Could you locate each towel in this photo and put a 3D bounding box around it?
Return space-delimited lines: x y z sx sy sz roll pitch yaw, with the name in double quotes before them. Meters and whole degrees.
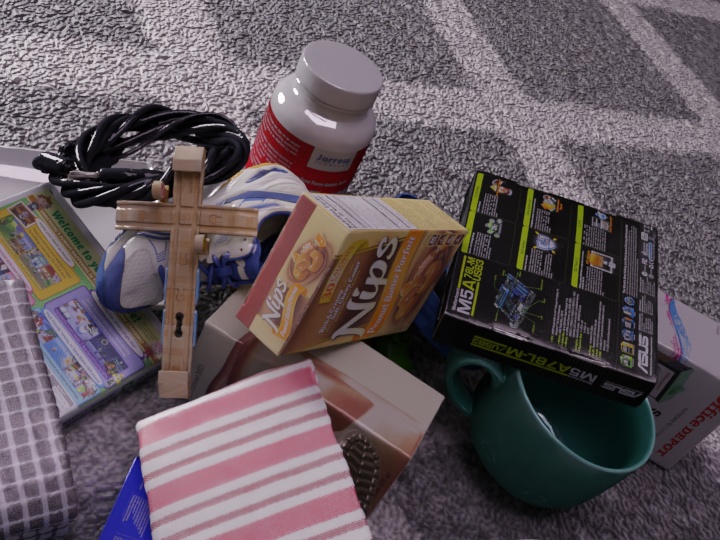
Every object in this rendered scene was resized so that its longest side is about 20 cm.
"towel" -0.076 0.167 0.638 0.146 0.030 0.200 -18 52 -5
"towel" -0.296 0.100 0.615 0.165 0.086 0.200 -10 66 -29

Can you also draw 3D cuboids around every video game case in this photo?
"video game case" -0.278 0.035 0.737 0.182 0.022 0.200 -32 76 -39

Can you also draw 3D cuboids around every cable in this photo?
"cable" -0.182 -0.109 0.814 0.163 0.051 0.200 18 32 40

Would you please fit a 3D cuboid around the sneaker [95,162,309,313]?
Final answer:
"sneaker" -0.123 -0.018 0.748 0.200 0.075 0.088 -33 50 -14

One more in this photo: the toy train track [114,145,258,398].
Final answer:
"toy train track" -0.142 0.000 0.704 0.114 0.033 0.200 3 86 0

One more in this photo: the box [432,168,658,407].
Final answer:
"box" 0.177 0.010 0.829 0.193 0.048 0.200 16 47 1

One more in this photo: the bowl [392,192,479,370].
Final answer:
"bowl" 0.083 0.013 0.921 0.201 0.039 0.201 45 22 -24

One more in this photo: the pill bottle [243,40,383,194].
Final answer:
"pill bottle" -0.052 -0.132 0.934 0.112 0.200 0.112 15 42 -15

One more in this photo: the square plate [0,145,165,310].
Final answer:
"square plate" -0.282 -0.038 0.840 0.198 0.028 0.200 3 46 -26

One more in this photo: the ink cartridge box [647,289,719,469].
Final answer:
"ink cartridge box" 0.280 0.096 0.930 0.200 0.145 0.084 30 42 1

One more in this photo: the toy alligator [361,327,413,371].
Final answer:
"toy alligator" 0.026 0.062 0.891 0.059 0.054 0.200 -3 50 -31

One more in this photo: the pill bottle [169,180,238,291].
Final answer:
"pill bottle" -0.090 -0.025 0.866 0.200 0.111 0.111 37 41 19

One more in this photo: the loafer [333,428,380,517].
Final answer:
"loafer" -0.047 0.213 0.672 0.076 0.068 0.200 45 57 -30

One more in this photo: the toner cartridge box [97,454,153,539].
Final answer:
"toner cartridge box" -0.151 0.233 0.622 0.095 0.043 0.200 24 41 -7

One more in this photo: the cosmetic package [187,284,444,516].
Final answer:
"cosmetic package" -0.044 0.107 0.769 0.200 0.103 0.087 32 39 6

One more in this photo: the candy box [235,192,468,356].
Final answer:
"candy box" 0.000 0.000 0.738 0.055 0.116 0.200 39 21 24

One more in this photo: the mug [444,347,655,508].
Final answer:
"mug" 0.168 0.132 0.843 0.152 0.114 0.185 -27 71 -44
